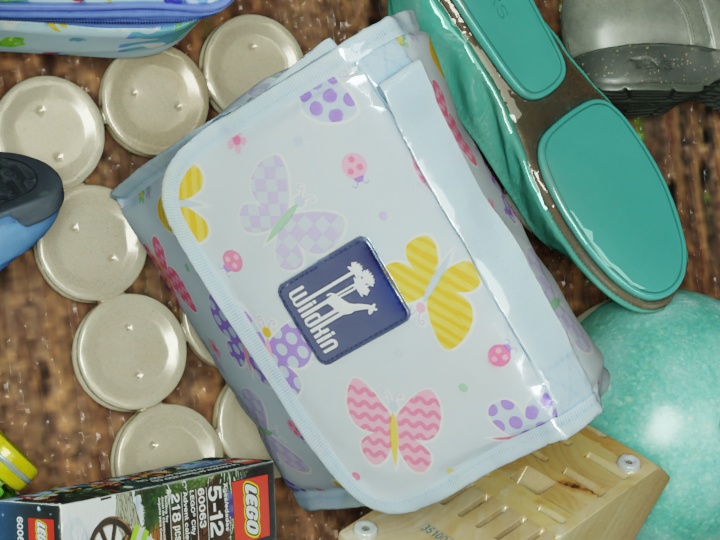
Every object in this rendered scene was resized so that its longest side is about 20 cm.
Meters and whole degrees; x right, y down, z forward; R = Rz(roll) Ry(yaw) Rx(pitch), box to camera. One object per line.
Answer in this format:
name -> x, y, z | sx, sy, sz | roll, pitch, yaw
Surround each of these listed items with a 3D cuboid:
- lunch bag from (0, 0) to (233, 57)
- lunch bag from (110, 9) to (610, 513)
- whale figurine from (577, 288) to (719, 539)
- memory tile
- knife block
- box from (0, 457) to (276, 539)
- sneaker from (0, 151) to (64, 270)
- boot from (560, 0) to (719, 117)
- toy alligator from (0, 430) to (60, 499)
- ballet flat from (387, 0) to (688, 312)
lunch bag -> -0.127, -0.193, 0.845 | 0.159, 0.082, 0.202 | 2, 82, -23
lunch bag -> 0.000, 0.000, 0.802 | 0.127, 0.200, 0.171 | -33, 97, -24
whale figurine -> 0.176, 0.088, 0.940 | 0.199, 0.104, 0.160 | 27, 75, -16
memory tile -> -0.066, -0.004, 0.894 | 0.152, 0.017, 0.202 | -21, 93, -23
knife block -> 0.038, 0.171, 0.855 | 0.199, 0.064, 0.177 | -28, 135, -41
box -> -0.084, 0.183, 0.812 | 0.136, 0.037, 0.202 | -5, 94, -56
sneaker -> -0.206, 0.016, 0.812 | 0.199, 0.066, 0.079 | -27, 129, -27
boot -> 0.179, -0.143, 0.988 | 0.198, 0.068, 0.132 | 1, 80, -25
toy alligator -> -0.167, 0.083, 0.811 | 0.059, 0.054, 0.200 | -45, 117, -8
ballet flat -> 0.078, -0.065, 0.929 | 0.067, 0.070, 0.201 | -33, 90, -28
